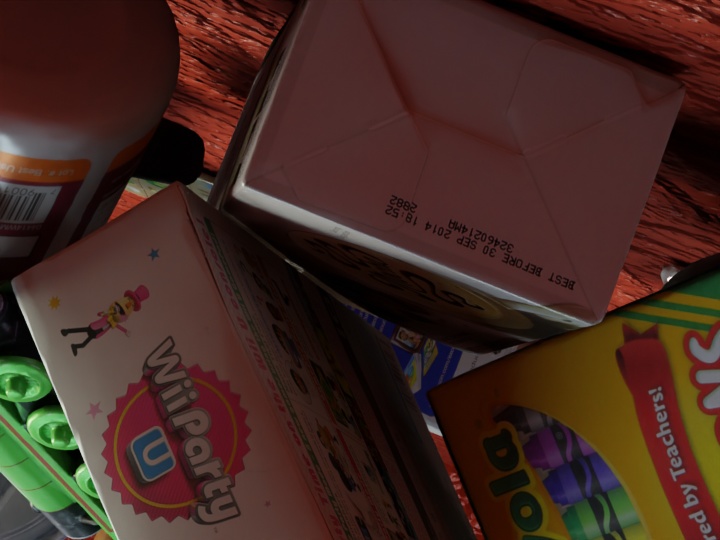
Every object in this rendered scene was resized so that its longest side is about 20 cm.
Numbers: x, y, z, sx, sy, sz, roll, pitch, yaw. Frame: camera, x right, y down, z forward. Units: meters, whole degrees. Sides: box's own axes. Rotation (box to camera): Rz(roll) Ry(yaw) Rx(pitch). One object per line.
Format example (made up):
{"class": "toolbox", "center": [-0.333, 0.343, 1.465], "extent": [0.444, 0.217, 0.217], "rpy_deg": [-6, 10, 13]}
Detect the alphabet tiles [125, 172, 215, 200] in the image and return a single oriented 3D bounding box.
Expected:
{"class": "alphabet tiles", "center": [-0.118, -0.052, 1.556], "extent": [0.199, 0.006, 0.166], "rpy_deg": [20, 174, 2]}

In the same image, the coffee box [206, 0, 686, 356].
{"class": "coffee box", "center": [0.018, -0.032, 0.934], "extent": [0.113, 0.080, 0.200], "rpy_deg": [22, 174, -6]}

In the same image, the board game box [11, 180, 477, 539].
{"class": "board game box", "center": [-0.019, 0.074, 0.932], "extent": [0.148, 0.064, 0.200], "rpy_deg": [65, -171, 23]}

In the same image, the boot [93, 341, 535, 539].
{"class": "boot", "center": [-0.017, 0.081, 1.459], "extent": [0.188, 0.201, 0.068], "rpy_deg": [19, 171, -14]}

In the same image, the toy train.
{"class": "toy train", "center": [-0.115, 0.030, 0.923], "extent": [0.056, 0.042, 0.200], "rpy_deg": [-12, 140, 20]}

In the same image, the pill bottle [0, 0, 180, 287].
{"class": "pill bottle", "center": [-0.142, -0.021, 0.972], "extent": [0.109, 0.110, 0.200], "rpy_deg": [22, 133, -12]}

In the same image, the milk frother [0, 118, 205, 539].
{"class": "milk frother", "center": [-0.161, 0.017, 1.168], "extent": [0.199, 0.181, 0.188], "rpy_deg": [0, -179, 13]}

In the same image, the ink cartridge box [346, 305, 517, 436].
{"class": "ink cartridge box", "center": [0.000, 0.000, 1.206], "extent": [0.037, 0.095, 0.200], "rpy_deg": [16, 173, 39]}

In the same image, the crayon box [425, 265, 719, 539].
{"class": "crayon box", "center": [0.106, 0.070, 0.931], "extent": [0.200, 0.127, 0.051], "rpy_deg": [-25, 176, 37]}

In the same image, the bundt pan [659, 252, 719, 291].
{"class": "bundt pan", "center": [0.183, 0.052, 1.038], "extent": [0.201, 0.076, 0.202], "rpy_deg": [23, -175, -2]}

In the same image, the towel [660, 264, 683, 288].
{"class": "towel", "center": [0.242, 0.057, 1.223], "extent": [0.199, 0.032, 0.191], "rpy_deg": [17, 173, 38]}
